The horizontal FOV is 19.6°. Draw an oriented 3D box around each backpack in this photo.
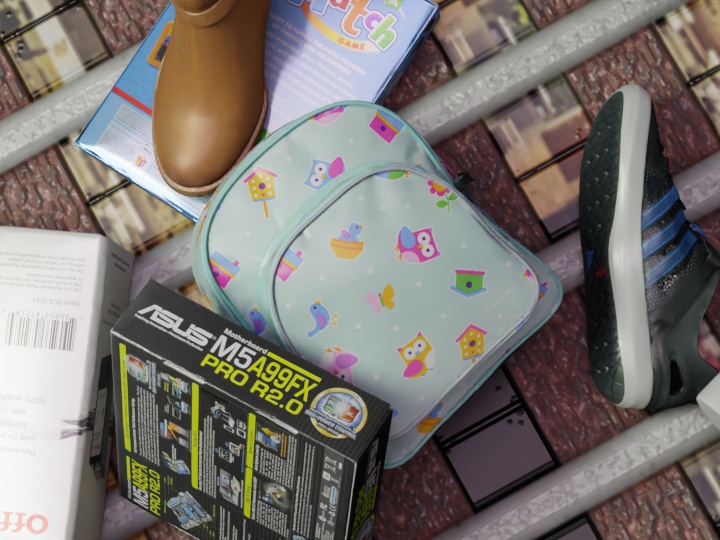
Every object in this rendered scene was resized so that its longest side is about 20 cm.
[{"bbox_3d":[0.000,0.000,1.238,0.176,0.153,0.200,-44,90,-3],"label":"backpack"}]

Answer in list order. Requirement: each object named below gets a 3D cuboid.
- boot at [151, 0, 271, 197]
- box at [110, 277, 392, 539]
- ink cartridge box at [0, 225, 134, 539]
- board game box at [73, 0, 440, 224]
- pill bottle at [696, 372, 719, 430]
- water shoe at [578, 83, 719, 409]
[{"bbox_3d":[-0.088,-0.151,1.243,0.077,0.155,0.200,21,85,8],"label":"boot"},{"bbox_3d":[-0.067,0.107,1.217,0.160,0.200,0.044,27,58,14],"label":"box"},{"bbox_3d":[-0.230,0.075,1.299,0.145,0.084,0.200,5,82,7],"label":"ink cartridge box"},{"bbox_3d":[-0.065,-0.122,1.334,0.151,0.037,0.200,33,87,9],"label":"board game box"},{"bbox_3d":[0.300,0.037,1.233,0.200,0.120,0.120,-44,80,-1],"label":"pill bottle"},{"bbox_3d":[0.182,-0.014,1.288,0.079,0.071,0.200,2,86,-16],"label":"water shoe"}]
